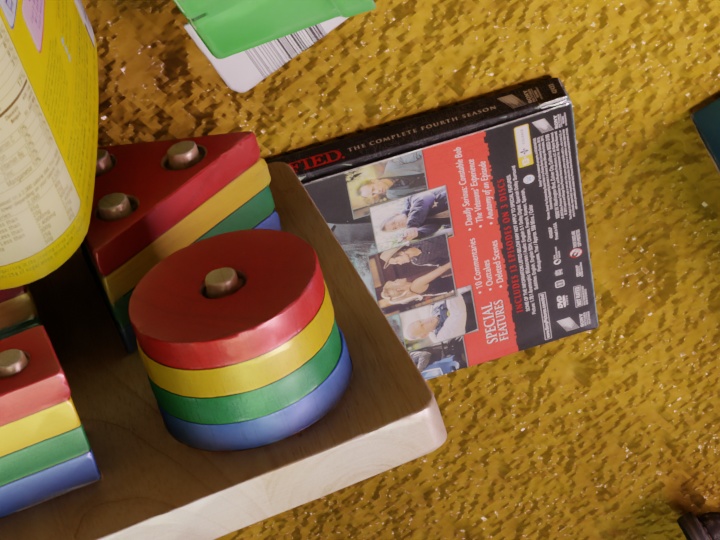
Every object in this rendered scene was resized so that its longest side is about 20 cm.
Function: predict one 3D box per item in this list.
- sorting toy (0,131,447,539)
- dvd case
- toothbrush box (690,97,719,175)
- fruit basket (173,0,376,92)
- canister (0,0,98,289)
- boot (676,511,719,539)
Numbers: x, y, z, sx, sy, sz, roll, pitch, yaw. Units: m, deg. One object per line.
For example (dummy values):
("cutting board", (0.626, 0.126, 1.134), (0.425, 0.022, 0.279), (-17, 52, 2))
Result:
("sorting toy", (-0.097, 0.022, 1.069), (0.199, 0.200, 0.070), (-21, 122, -7))
("dvd case", (0.000, 0.000, 1.266), (0.200, 0.022, 0.146), (-18, 137, -5))
("toothbrush box", (0.267, -0.053, 1.269), (0.200, 0.085, 0.146), (-32, 135, 12))
("fruit basket", (-0.009, -0.179, 1.053), (0.200, 0.094, 0.185), (-40, 136, -2))
("canister", (-0.153, -0.105, 1.008), (0.087, 0.149, 0.200), (-9, 139, 8))
("boot", (0.265, 0.117, 1.462), (0.174, 0.069, 0.200), (-41, 141, 17))
